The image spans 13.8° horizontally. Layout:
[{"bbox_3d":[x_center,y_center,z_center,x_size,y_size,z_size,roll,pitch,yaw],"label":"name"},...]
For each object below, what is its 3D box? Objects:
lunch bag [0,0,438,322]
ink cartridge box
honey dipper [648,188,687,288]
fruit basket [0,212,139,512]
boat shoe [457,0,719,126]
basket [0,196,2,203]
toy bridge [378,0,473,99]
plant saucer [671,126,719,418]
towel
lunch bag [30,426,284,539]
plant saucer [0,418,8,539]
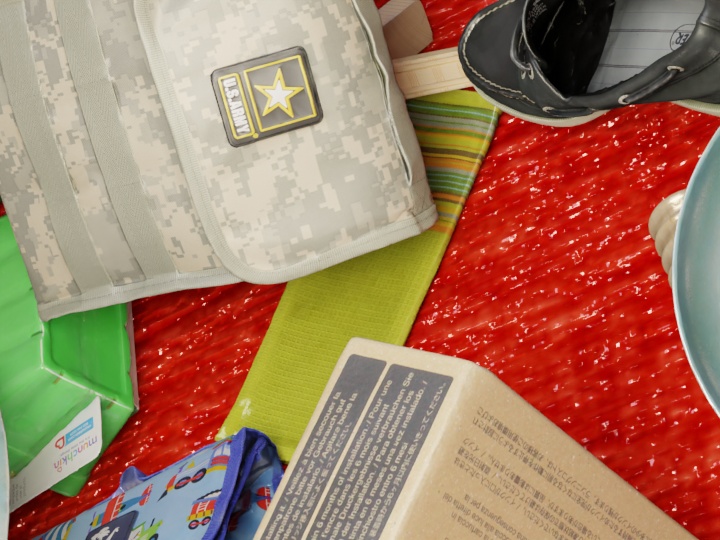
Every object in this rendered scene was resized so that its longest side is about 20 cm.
[{"bbox_3d":[-0.072,-0.077,1.376,0.200,0.164,0.118,-11,12,31],"label":"lunch bag"},{"bbox_3d":[0.043,0.143,1.139,0.075,0.200,0.165,13,70,45],"label":"ink cartridge box"},{"bbox_3d":[0.164,0.048,1.221,0.038,0.038,0.200,-34,47,19],"label":"honey dipper"},{"bbox_3d":[-0.196,0.067,1.499,0.200,0.094,0.185,-42,40,34],"label":"fruit basket"},{"bbox_3d":[0.101,-0.102,1.290,0.199,0.066,0.075,15,85,51],"label":"boat shoe"},{"bbox_3d":[-0.238,-0.060,1.416,0.136,0.180,0.200,11,28,21],"label":"basket"},{"bbox_3d":[0.006,-0.108,1.450,0.200,0.027,0.067,10,41,44],"label":"toy bridge"},{"bbox_3d":[0.222,0.002,1.149,0.200,0.027,0.200,-2,77,10],"label":"plant saucer"},{"bbox_3d":[0.000,0.000,1.408,0.086,0.018,0.200,7,68,44],"label":"towel"},{"bbox_3d":[-0.100,0.167,1.344,0.151,0.094,0.200,-31,34,26],"label":"lunch bag"},{"bbox_3d":[-0.213,0.141,1.370,0.200,0.027,0.200,-35,50,54],"label":"plant saucer"}]
